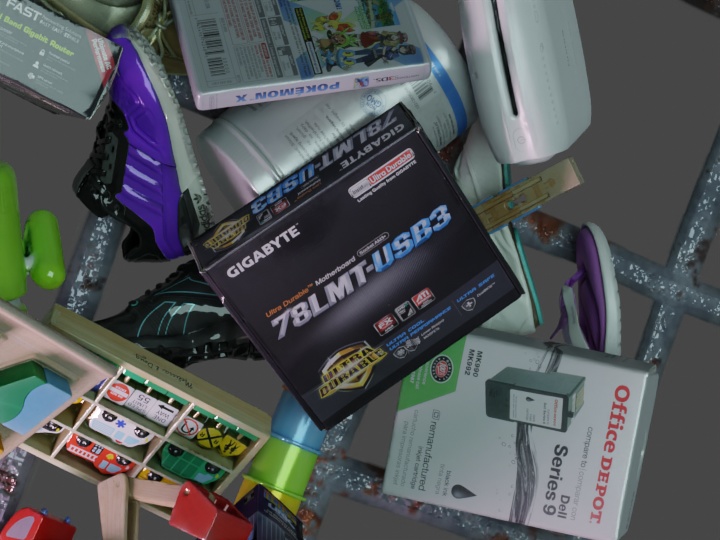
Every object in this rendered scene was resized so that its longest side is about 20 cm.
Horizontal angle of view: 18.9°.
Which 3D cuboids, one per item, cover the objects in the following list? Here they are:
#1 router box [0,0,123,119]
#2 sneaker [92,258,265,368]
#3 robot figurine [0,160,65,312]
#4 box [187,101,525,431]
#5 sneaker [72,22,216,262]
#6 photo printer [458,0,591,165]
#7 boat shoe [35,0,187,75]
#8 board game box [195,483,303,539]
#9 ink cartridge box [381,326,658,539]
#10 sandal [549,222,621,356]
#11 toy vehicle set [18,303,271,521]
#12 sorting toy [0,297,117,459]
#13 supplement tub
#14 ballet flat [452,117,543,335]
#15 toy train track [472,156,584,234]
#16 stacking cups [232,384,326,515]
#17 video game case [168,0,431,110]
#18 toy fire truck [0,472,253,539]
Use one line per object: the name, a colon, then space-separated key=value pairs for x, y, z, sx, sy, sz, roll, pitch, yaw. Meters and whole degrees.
router box: x=-0.287 y=-0.183 z=1.614 sx=0.199 sy=0.150 sz=0.062 roll=27 pitch=86 yaw=-19
sneaker: x=-0.144 y=0.038 z=1.736 sx=0.199 sy=0.075 sz=0.080 roll=-8 pitch=67 yaw=-10
robot figurine: x=-0.313 y=-0.014 z=1.637 sx=0.175 sy=0.116 sz=0.201 roll=-6 pitch=99 yaw=-10
box: x=0.000 y=0.000 z=1.670 sx=0.200 sy=0.050 sz=0.199 roll=-33 pitch=129 yaw=1
sneaker: x=-0.181 y=-0.089 z=1.685 sx=0.099 sy=0.070 sz=0.201 roll=-18 pitch=117 yaw=-5
photo printer: x=0.132 y=-0.173 z=1.731 sx=0.069 sy=0.200 sz=0.167 roll=-10 pitch=98 yaw=15
boat shoe: x=-0.194 y=-0.209 z=1.688 sx=0.200 sy=0.063 sz=0.073 roll=28 pitch=86 yaw=-19
board game box: x=-0.130 y=0.279 z=1.669 sx=0.200 sy=0.165 sz=0.057 roll=-43 pitch=108 yaw=13
ink cartridge box: x=0.132 y=0.129 z=1.771 sx=0.199 sy=0.084 sz=0.147 roll=11 pitch=93 yaw=12
sandal: x=0.187 y=0.062 z=1.832 sx=0.050 sy=0.082 sz=0.204 roll=-4 pitch=97 yaw=-13
toy vehicle set: x=-0.186 y=0.117 z=1.704 sx=0.199 sy=0.027 sz=0.124 roll=29 pitch=122 yaw=-18
sorting toy: x=-0.307 y=0.094 z=1.608 sx=0.200 sy=0.037 sz=0.185 roll=-34 pitch=139 yaw=19
supplement tub: x=-0.016 y=-0.115 z=1.721 sx=0.200 sy=0.132 sz=0.132 roll=-38 pitch=105 yaw=-11
ballet flat: x=0.104 y=-0.039 z=1.809 sx=0.069 sy=0.069 sz=0.201 roll=-15 pitch=100 yaw=-17
toy train track: x=0.098 y=-0.039 z=1.766 sx=0.200 sy=0.032 sz=0.115 roll=-28 pitch=85 yaw=29
stacking cups: x=-0.053 y=0.121 z=1.771 sx=0.060 sy=0.060 sz=0.201 roll=21 pitch=86 yaw=-19
video game case: x=-0.057 y=-0.213 z=1.675 sx=0.181 sy=0.201 sz=0.022 roll=-9 pitch=142 yaw=-11
toy fire truck: x=-0.190 y=0.210 z=1.667 sx=0.049 sy=0.200 sz=0.142 roll=32 pitch=83 yaw=-51
